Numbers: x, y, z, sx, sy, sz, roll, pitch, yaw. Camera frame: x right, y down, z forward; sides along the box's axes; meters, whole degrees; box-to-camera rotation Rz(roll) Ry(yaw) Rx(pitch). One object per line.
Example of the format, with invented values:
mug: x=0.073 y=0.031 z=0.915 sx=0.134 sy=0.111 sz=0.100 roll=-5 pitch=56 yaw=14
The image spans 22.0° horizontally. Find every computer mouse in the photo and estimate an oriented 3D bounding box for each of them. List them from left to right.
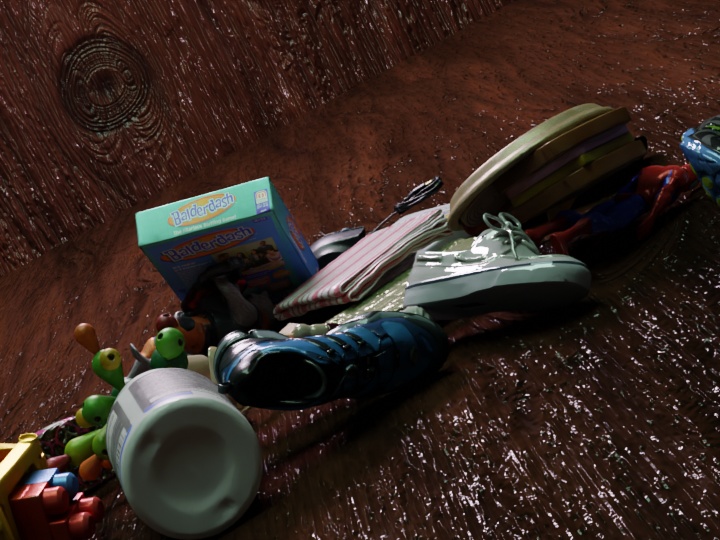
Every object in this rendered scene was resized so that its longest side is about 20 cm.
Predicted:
computer mouse: x=0.009 y=-0.055 z=2.139 sx=0.199 sy=0.034 sz=0.059 roll=-35 pitch=3 yaw=9

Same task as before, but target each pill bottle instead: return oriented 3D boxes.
pill bottle: x=-0.150 y=0.143 z=1.518 sx=0.113 sy=0.115 sz=0.200 roll=-29 pitch=12 yaw=-8

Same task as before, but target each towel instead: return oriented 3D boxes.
towel: x=0.000 y=0.000 z=1.885 sx=0.146 sy=0.030 sz=0.200 roll=-37 pitch=8 yaw=-24
towel: x=0.055 y=0.026 z=1.743 sx=0.199 sy=0.037 sz=0.148 roll=-34 pitch=12 yaw=-20

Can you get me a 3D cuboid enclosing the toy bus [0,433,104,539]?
toy bus: x=-0.324 y=0.227 z=1.578 sx=0.190 sy=0.137 sz=0.200 roll=-7 pitch=20 yaw=17

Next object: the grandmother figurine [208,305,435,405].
grandmother figurine: x=-0.030 y=0.071 z=1.605 sx=0.198 sy=0.061 sz=0.121 roll=-12 pitch=-18 yaw=9

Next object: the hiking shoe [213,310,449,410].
hiking shoe: x=-0.020 y=0.084 z=1.513 sx=0.198 sy=0.075 sz=0.087 roll=-8 pitch=18 yaw=-7

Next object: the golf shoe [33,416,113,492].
golf shoe: x=-0.315 y=0.196 z=1.775 sx=0.199 sy=0.073 sz=0.092 roll=-32 pitch=10 yaw=-15

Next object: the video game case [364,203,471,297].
video game case: x=0.046 y=-0.022 z=2.004 sx=0.200 sy=0.023 sz=0.181 roll=-37 pitch=14 yaw=-36

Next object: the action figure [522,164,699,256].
action figure: x=0.232 y=-0.052 z=1.636 sx=0.199 sy=0.052 sz=0.065 roll=-29 pitch=16 yaw=-31

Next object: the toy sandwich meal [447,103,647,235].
toy sandwich meal: x=0.169 y=-0.078 z=1.660 sx=0.204 sy=0.071 sz=0.205 roll=-32 pitch=-11 yaw=-7

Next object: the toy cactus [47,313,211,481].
toy cactus: x=-0.204 y=0.107 z=1.691 sx=0.164 sy=0.102 sz=0.201 roll=-18 pitch=-35 yaw=-52

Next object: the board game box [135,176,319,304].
board game box: x=-0.139 y=-0.018 z=1.999 sx=0.150 sy=0.045 sz=0.200 roll=-14 pitch=-28 yaw=7

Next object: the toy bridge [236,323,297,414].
toy bridge: x=-0.122 y=0.120 z=1.724 sx=0.199 sy=0.027 sz=0.067 roll=-39 pitch=14 yaw=-17

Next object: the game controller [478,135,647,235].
game controller: x=0.200 y=-0.089 z=1.889 sx=0.198 sy=0.042 sz=0.104 roll=-23 pitch=13 yaw=23

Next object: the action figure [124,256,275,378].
action figure: x=-0.175 y=0.080 z=1.991 sx=0.192 sy=0.105 sz=0.200 roll=-26 pitch=-16 yaw=-26

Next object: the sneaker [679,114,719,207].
sneaker: x=0.324 y=-0.106 z=1.595 sx=0.082 sy=0.071 sz=0.200 roll=-31 pitch=7 yaw=14

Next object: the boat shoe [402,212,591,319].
boat shoe: x=0.118 y=-0.011 z=1.572 sx=0.074 sy=0.087 sz=0.201 roll=18 pitch=-18 yaw=-35
